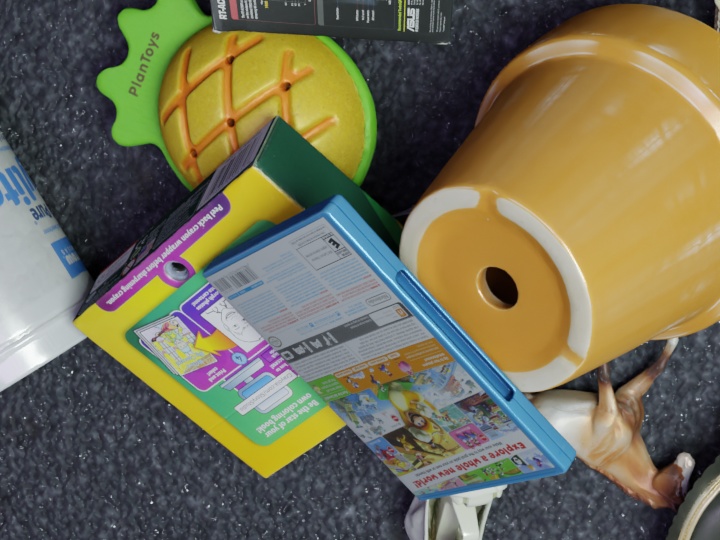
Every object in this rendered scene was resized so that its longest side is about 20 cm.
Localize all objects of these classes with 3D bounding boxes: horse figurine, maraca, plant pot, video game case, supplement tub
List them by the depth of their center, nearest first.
[{"bbox_3d":[0.013,0.051,0.848,0.200,0.018,0.143,47,146,-14],"label":"video game case"},{"bbox_3d":[0.123,-0.029,0.852,0.200,0.183,0.201,23,129,31],"label":"plant pot"},{"bbox_3d":[-0.081,-0.106,0.963,0.200,0.107,0.137,26,102,15],"label":"maraca"},{"bbox_3d":[0.128,0.085,0.983,0.199,0.050,0.133,7,117,7],"label":"horse figurine"},{"bbox_3d":[-0.276,-0.018,1.018,0.132,0.132,0.200,-30,96,19],"label":"supplement tub"}]

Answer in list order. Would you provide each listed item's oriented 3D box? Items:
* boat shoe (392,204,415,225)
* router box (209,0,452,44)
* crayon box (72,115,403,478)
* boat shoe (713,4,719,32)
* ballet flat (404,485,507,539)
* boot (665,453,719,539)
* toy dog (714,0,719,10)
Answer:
[{"bbox_3d":[0.000,0.000,0.988,0.199,0.068,0.072,-6,102,15],"label":"boat shoe"},{"bbox_3d":[-0.017,-0.217,0.847,0.149,0.062,0.200,3,149,2],"label":"router box"},{"bbox_3d":[-0.056,0.024,0.942,0.172,0.058,0.200,40,129,-17],"label":"crayon box"},{"bbox_3d":[0.243,-0.092,0.893,0.072,0.072,0.201,5,112,45],"label":"boat shoe"},{"bbox_3d":[0.068,0.138,0.962,0.069,0.070,0.200,18,140,9],"label":"ballet flat"},{"bbox_3d":[0.280,0.163,0.924,0.138,0.077,0.200,37,114,37],"label":"boot"},{"bbox_3d":[0.271,-0.259,0.804,0.194,0.200,0.140,-4,141,49],"label":"toy dog"}]
